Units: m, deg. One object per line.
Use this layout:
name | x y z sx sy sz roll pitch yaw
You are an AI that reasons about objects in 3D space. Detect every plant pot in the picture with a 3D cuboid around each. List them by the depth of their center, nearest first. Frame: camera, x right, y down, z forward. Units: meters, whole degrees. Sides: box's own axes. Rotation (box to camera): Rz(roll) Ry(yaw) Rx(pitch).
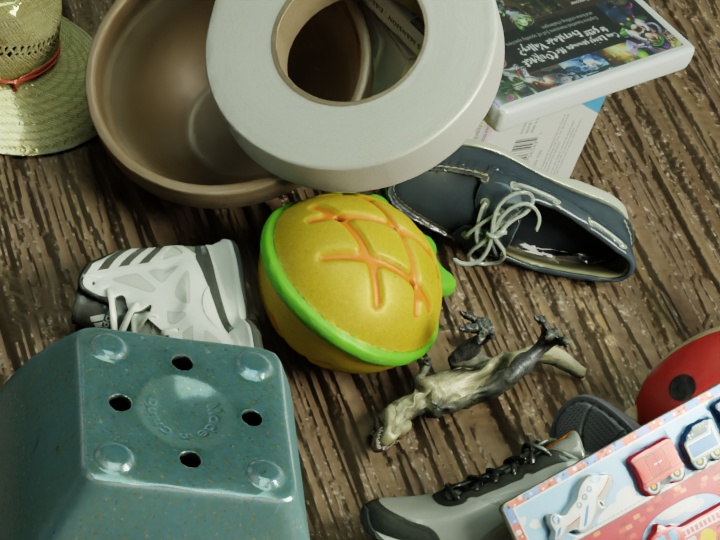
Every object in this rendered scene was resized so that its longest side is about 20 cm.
plant pot | -0.117 0.145 1.404 0.195 0.200 0.197 8 41 -16
plant pot | -0.085 -0.121 1.781 0.200 0.093 0.202 -4 63 8

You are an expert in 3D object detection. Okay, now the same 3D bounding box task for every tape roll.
tape roll | -0.005 -0.149 1.705 0.202 0.037 0.204 -4 65 9

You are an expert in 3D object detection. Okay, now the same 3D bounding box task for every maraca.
maraca | 0.000 0.000 1.700 0.137 0.107 0.200 43 27 -1

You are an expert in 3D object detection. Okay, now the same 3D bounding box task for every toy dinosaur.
toy dinosaur | 0.086 0.063 1.676 0.199 0.088 0.048 -16 61 -35

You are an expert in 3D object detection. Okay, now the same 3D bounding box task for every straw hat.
straw hat | -0.258 -0.173 1.800 0.200 0.085 0.201 12 39 -10

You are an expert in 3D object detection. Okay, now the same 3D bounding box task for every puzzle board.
puzzle board | 0.199 0.164 1.544 0.199 0.017 0.151 -27 93 -17

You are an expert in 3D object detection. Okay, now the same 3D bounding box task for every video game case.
video game case | 0.108 -0.182 1.791 0.200 0.023 0.182 -20 55 -39

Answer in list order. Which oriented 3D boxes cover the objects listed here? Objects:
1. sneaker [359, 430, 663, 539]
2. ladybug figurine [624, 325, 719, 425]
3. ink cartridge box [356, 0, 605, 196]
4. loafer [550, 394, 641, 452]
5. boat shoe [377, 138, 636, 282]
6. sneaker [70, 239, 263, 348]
sneaker | 0.098 0.139 1.570 0.199 0.080 0.074 -4 10 -7
ladybug figurine | 0.271 0.098 1.667 0.199 0.136 0.072 -4 -3 11
ink cartridge box | 0.061 -0.153 1.868 0.199 0.147 0.146 -9 49 -32
loafer | 0.195 0.165 1.635 0.063 0.072 0.200 12 36 -54
boat shoe | 0.105 -0.036 1.811 0.199 0.075 0.062 20 32 -22
sneaker | -0.125 0.053 1.622 0.115 0.076 0.201 -1 35 -12
